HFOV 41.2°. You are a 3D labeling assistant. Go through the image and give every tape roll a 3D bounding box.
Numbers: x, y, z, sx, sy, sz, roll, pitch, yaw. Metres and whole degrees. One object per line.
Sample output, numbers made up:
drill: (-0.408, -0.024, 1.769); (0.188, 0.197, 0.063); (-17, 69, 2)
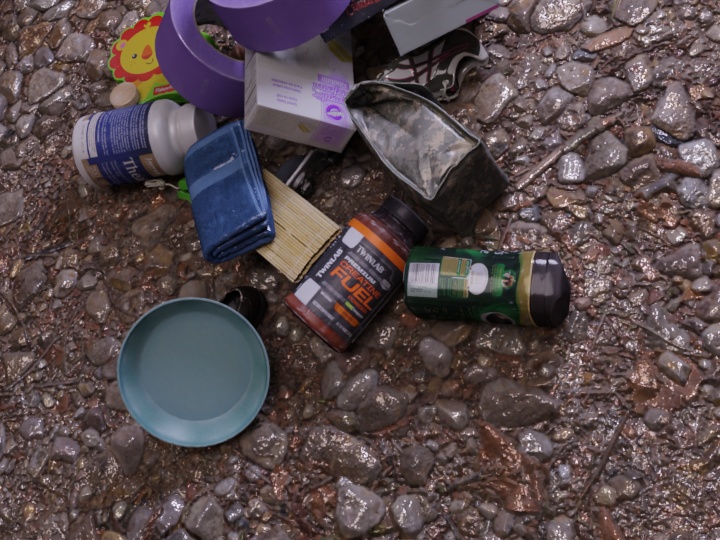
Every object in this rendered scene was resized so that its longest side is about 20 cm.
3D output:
tape roll: (-0.106, -0.389, 1.240); (0.197, 0.085, 0.203); (-12, 57, 18)
tape roll: (-0.189, -0.328, 1.378); (0.197, 0.085, 0.203); (14, 56, -22)

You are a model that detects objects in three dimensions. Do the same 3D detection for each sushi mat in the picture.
sushi mat: (-0.115, -0.068, 1.284); (0.096, 0.012, 0.199); (-48, 53, -5)

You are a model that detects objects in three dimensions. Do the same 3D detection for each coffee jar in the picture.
coffee jar: (0.158, 0.020, 1.184); (0.197, 0.104, 0.087); (3, 75, 20)

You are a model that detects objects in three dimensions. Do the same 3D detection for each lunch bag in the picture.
lunch bag: (0.079, -0.160, 1.243); (0.200, 0.164, 0.118); (43, 94, 26)

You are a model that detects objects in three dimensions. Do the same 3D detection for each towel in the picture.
towel: (-0.183, -0.110, 1.303); (0.111, 0.049, 0.202); (-26, 54, 10)

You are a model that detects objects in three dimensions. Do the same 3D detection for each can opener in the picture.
can opener: (-0.058, -0.183, 1.363); (0.066, 0.053, 0.201); (33, 83, 26)

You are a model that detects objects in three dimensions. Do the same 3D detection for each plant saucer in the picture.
plant saucer: (-0.217, 0.130, 1.255); (0.197, 0.036, 0.203); (-1, 102, -3)

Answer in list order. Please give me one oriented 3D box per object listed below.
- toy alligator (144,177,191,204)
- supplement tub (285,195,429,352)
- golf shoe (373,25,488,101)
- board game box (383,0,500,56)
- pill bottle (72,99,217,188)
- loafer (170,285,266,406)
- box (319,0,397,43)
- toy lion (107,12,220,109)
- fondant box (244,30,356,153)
toy alligator: (-0.223, -0.108, 1.398); (0.197, 0.059, 0.055); (0, 111, 20)
supplement tub: (0.000, 0.000, 1.246); (0.107, 0.107, 0.201); (39, 87, 27)
golf shoe: (0.086, -0.262, 1.329); (0.200, 0.077, 0.088); (-45, 68, 0)
board game box: (0.106, -0.374, 1.303); (0.146, 0.065, 0.201); (-23, 25, 13)
pill bottle: (-0.317, -0.191, 1.427); (0.197, 0.111, 0.113); (-8, 68, 17)
loafer: (-0.210, 0.099, 1.304); (0.072, 0.071, 0.201); (29, 83, 26)
box: (0.039, -0.387, 1.275); (0.198, 0.038, 0.137); (-23, 25, 31)
toy lion: (-0.307, -0.326, 1.506); (0.197, 0.069, 0.194); (-8, 61, 17)
fondant box: (-0.083, -0.270, 1.304); (0.142, 0.058, 0.203); (11, 58, -24)
